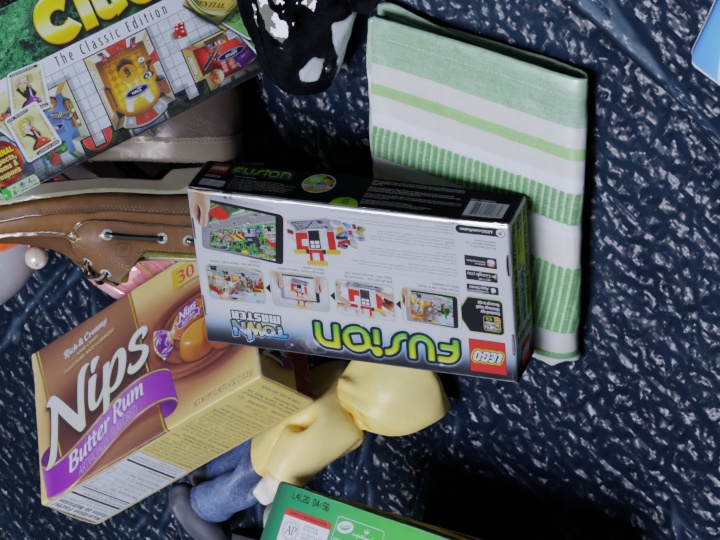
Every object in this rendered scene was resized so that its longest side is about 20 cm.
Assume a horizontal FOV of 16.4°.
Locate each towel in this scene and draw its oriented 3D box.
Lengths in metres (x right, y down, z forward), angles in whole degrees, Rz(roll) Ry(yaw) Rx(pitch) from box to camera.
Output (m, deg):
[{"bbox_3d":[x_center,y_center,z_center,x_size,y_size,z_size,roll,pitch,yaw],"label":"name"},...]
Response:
[{"bbox_3d":[0.068,-0.048,1.450,0.152,0.023,0.201,22,131,31],"label":"towel"}]

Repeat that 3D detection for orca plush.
[{"bbox_3d":[-0.042,-0.183,1.400,0.105,0.071,0.201,31,129,20],"label":"orca plush"}]

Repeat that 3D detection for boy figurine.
[{"bbox_3d":[-0.029,0.103,1.593,0.199,0.124,0.065,-32,103,23],"label":"boy figurine"}]

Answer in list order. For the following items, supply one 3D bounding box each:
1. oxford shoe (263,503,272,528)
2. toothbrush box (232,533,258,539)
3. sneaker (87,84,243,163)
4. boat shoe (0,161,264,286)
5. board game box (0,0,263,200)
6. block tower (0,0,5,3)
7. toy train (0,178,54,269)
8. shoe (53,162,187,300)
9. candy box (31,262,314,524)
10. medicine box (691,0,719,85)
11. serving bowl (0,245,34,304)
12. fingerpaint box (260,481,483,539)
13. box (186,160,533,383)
[{"bbox_3d":[0.010,0.228,1.680,0.058,0.075,0.200,-38,89,34],"label":"oxford shoe"},{"bbox_3d":[-0.060,0.288,1.741,0.201,0.085,0.146,58,166,-6],"label":"toothbrush box"},{"bbox_3d":[-0.171,-0.103,1.514,0.070,0.199,0.076,-170,80,-75],"label":"sneaker"},{"bbox_3d":[-0.152,-0.024,1.520,0.072,0.199,0.069,-149,53,-86],"label":"boat shoe"},{"bbox_3d":[-0.143,-0.132,1.461,0.105,0.199,0.023,66,165,-16],"label":"board game box"},{"bbox_3d":[-0.239,-0.211,1.510,0.200,0.058,0.054,46,179,14],"label":"block tower"},{"bbox_3d":[-0.183,-0.102,1.568,0.151,0.199,0.056,60,-179,-18],"label":"toy train"},{"bbox_3d":[-0.182,-0.056,1.647,0.200,0.071,0.091,41,136,7],"label":"shoe"},{"bbox_3d":[-0.124,0.068,1.604,0.199,0.056,0.117,-29,53,30],"label":"candy box"},{"bbox_3d":[0.278,-0.121,1.123,0.200,0.103,0.183,38,139,16],"label":"medicine box"},{"bbox_3d":[-0.267,-0.078,1.681,0.201,0.066,0.200,59,173,11],"label":"serving bowl"},{"bbox_3d":[0.061,0.200,1.531,0.199,0.167,0.074,15,84,37],"label":"fingerpaint box"},{"bbox_3d":[0.000,0.000,1.460,0.199,0.035,0.111,7,124,19],"label":"box"}]
